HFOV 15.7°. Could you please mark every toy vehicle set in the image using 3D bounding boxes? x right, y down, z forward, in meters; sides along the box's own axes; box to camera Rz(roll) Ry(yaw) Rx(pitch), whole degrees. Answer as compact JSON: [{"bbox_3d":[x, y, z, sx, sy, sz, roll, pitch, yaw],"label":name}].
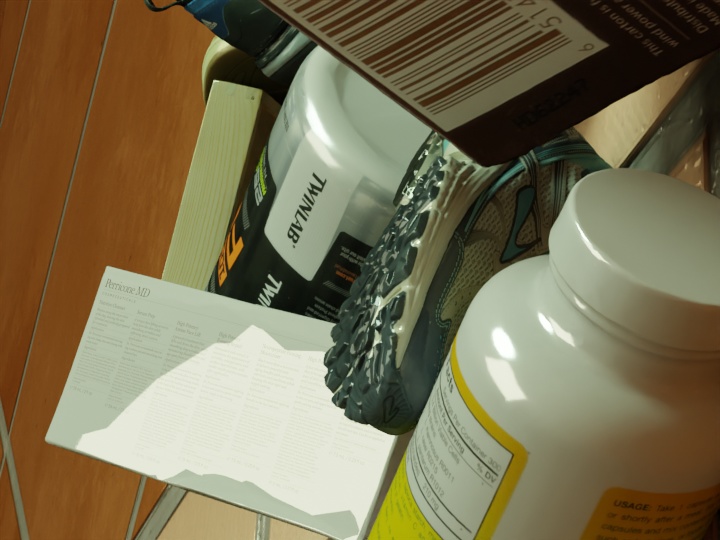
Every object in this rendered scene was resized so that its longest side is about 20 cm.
[{"bbox_3d":[-0.047,-0.009,1.316,0.200,0.026,0.125,38,-115,-71],"label":"toy vehicle set"}]

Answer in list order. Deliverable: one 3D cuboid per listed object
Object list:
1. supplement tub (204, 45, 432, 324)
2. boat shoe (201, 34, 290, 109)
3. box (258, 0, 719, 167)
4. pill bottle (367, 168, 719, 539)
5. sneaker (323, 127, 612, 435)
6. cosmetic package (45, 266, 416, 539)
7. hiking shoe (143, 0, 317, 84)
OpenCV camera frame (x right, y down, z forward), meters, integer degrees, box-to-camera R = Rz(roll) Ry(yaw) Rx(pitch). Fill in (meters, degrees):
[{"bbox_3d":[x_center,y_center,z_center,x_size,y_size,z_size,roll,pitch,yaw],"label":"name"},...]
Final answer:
[{"bbox_3d":[0.000,0.000,1.157,0.123,0.122,0.200,-93,21,-45],"label":"supplement tub"},{"bbox_3d":[-0.035,-0.104,1.335,0.201,0.073,0.063,34,-133,-70],"label":"boat shoe"},{"bbox_3d":[0.053,-0.180,0.914,0.164,0.166,0.200,-28,45,34],"label":"box"},{"bbox_3d":[0.069,0.067,0.880,0.104,0.104,0.200,-98,25,-53],"label":"pill bottle"},{"bbox_3d":[0.052,-0.004,0.972,0.078,0.086,0.200,-56,5,40],"label":"sneaker"},{"bbox_3d":[-0.040,0.058,1.068,0.200,0.051,0.083,14,83,46],"label":"cosmetic package"},{"bbox_3d":[-0.022,-0.188,1.208,0.074,0.087,0.200,-32,32,59],"label":"hiking shoe"}]
